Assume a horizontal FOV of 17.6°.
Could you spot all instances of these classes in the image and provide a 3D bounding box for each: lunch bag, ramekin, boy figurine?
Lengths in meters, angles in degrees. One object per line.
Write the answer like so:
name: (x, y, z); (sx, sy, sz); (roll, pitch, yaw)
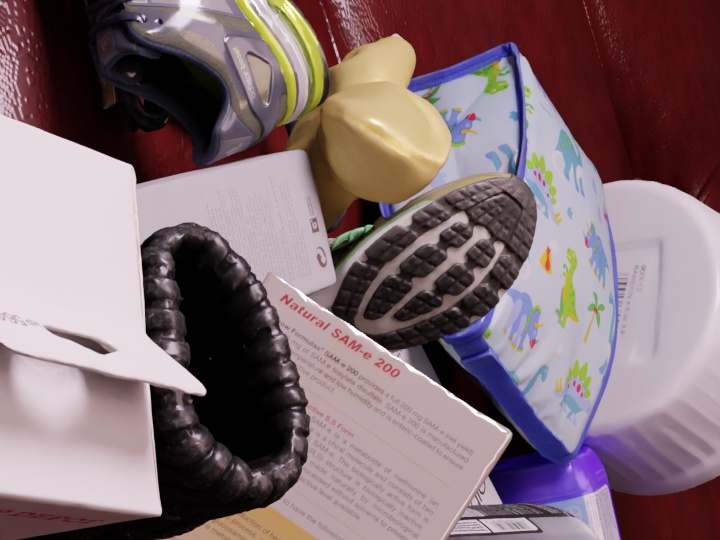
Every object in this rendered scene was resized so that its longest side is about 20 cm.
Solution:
lunch bag: (0.084, -0.002, 1.415); (0.170, 0.127, 0.201); (48, 29, -49)
ramekin: (0.181, 0.038, 1.533); (0.098, 0.200, 0.202); (33, 50, -48)
boy figurine: (-0.003, -0.067, 1.183); (0.064, 0.200, 0.125); (31, 80, -11)

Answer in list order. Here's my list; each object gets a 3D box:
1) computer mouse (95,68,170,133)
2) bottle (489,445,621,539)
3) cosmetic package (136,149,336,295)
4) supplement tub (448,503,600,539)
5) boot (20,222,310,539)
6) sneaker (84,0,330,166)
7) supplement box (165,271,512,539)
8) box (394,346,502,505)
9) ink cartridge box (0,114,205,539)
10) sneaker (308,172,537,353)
computer mouse: (-0.078, -0.119, 1.211); (0.200, 0.044, 0.110); (6, 73, -65)
bottle: (0.133, 0.215, 1.478); (0.065, 0.083, 0.201); (-20, 98, -66)
cosmetic package: (-0.098, -0.004, 1.049); (0.200, 0.101, 0.075); (-18, 95, -67)
supplement tub: (0.038, 0.184, 1.207); (0.199, 0.122, 0.123); (4, 76, -48)
boot: (-0.118, 0.015, 0.862); (0.212, 0.158, 0.079); (52, 48, -2)
sneaker: (-0.102, -0.135, 1.077); (0.200, 0.074, 0.081); (46, 49, -3)
supplement box: (-0.044, 0.120, 0.974); (0.200, 0.126, 0.074); (-54, 176, -19)
box: (0.033, 0.141, 1.349); (0.201, 0.036, 0.145); (61, 30, -31)
ink cartridge box: (-0.163, 0.026, 0.769); (0.128, 0.199, 0.126); (19, 62, -61)
sneaker: (0.000, 0.000, 1.178); (0.077, 0.200, 0.089); (42, 24, -33)
